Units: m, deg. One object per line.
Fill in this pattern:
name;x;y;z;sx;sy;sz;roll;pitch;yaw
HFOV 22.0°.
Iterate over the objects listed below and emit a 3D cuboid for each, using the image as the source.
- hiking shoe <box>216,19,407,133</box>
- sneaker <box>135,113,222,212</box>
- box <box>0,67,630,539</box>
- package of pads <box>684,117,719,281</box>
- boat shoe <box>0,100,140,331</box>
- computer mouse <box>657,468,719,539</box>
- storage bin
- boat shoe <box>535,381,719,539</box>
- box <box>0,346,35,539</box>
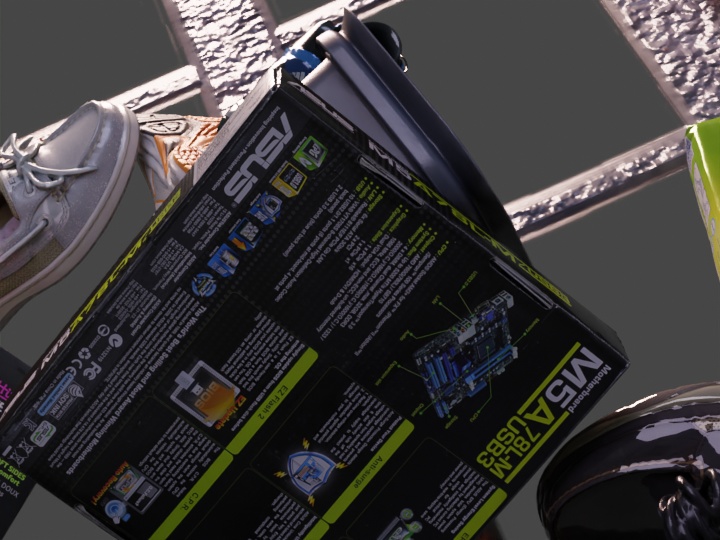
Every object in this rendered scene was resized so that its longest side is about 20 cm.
hiking shoe;0.002;-0.089;0.988;0.074;0.200;0.087;43;108;8
sneaker;-0.093;-0.034;1.044;0.075;0.092;0.200;1;16;-14
box;-0.022;0.050;0.785;0.200;0.193;0.048;-51;15;12
package of pads;0.266;-0.026;0.877;0.199;0.068;0.155;-15;41;11
boat shoe;-0.204;-0.021;1.037;0.202;0.065;0.075;-43;37;12
computer mouse;0.201;0.141;0.698;0.199;0.110;0.044;28;82;14
storage bin;0.000;0.000;0.883;0.134;0.200;0.146;-37;64;0
boat shoe;0.173;0.092;0.792;0.199;0.075;0.073;-15;42;11
box;-0.245;0.126;0.860;0.149;0.124;0.200;-41;17;54
